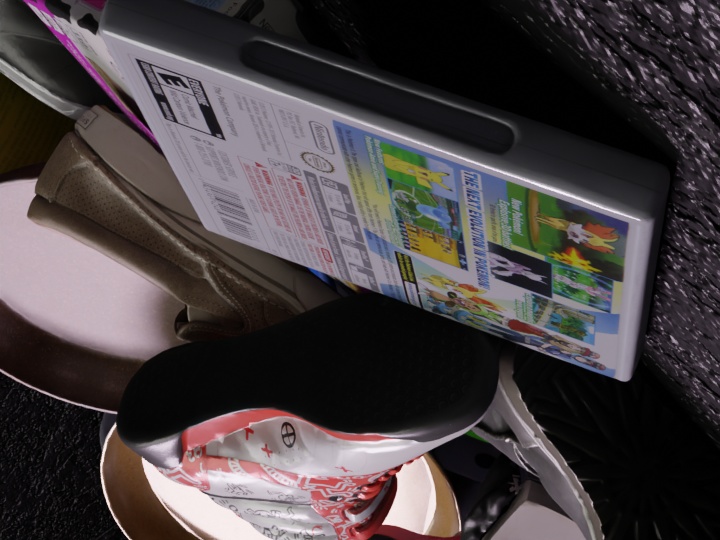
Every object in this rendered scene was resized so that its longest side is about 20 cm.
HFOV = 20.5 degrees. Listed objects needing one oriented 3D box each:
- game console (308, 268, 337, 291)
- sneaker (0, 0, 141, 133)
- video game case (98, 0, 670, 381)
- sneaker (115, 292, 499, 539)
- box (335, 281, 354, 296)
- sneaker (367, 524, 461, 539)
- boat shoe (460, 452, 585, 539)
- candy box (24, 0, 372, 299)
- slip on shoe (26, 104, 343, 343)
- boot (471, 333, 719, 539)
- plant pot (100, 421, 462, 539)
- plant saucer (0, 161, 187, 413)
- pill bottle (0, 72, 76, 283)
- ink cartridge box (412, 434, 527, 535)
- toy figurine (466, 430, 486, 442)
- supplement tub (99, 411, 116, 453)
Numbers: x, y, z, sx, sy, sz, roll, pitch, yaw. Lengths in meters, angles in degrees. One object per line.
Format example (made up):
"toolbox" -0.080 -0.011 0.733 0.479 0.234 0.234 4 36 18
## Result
"game console" 0.000 0.000 1.084 0.169 0.119 0.200 14 177 -14
"sneaker" -0.146 -0.140 0.971 0.199 0.071 0.099 27 143 -1
"video game case" 0.014 -0.024 0.687 0.181 0.022 0.200 20 166 11
"sneaker" -0.001 0.069 0.856 0.200 0.068 0.108 -11 143 38
"box" -0.055 0.041 1.330 0.176 0.097 0.200 43 173 -2
"sneaker" 0.085 0.159 1.047 0.199 0.087 0.074 21 151 -15
"boat shoe" 0.144 0.145 0.989 0.199 0.075 0.093 33 -154 -7
"candy box" -0.060 -0.079 0.876 0.137 0.061 0.200 49 170 -32
"slip on shoe" -0.061 0.009 0.905 0.200 0.061 0.076 40 176 -13
"boot" 0.080 0.074 0.896 0.183 0.072 0.200 61 162 -11
"plant pot" -0.041 0.118 1.078 0.200 0.199 0.028 49 -146 -28
"plant saucer" -0.126 0.007 1.025 0.198 0.035 0.201 7 142 5
"pill bottle" -0.197 -0.061 1.076 0.199 0.112 0.112 36 177 -28
"ink cartridge box" 0.030 0.132 1.119 0.198 0.039 0.100 18 125 10
"toy figurine" 0.120 0.198 1.247 0.183 0.151 0.200 33 150 -14
"supplement tub" -0.085 0.138 1.243 0.107 0.107 0.200 38 172 39
